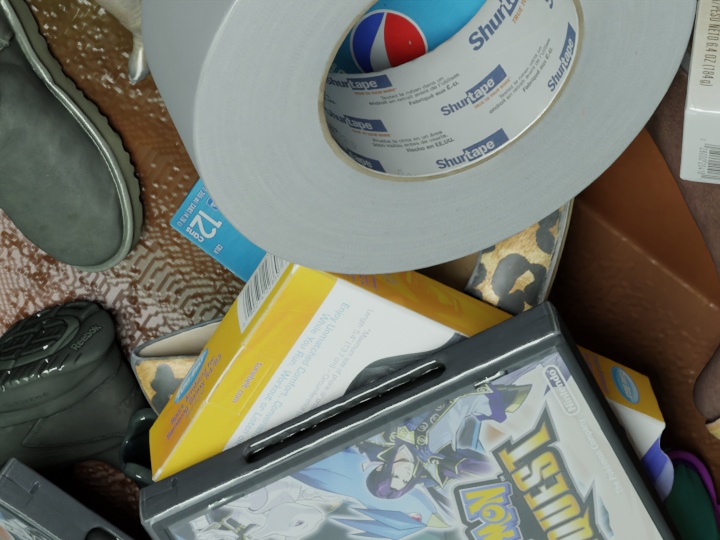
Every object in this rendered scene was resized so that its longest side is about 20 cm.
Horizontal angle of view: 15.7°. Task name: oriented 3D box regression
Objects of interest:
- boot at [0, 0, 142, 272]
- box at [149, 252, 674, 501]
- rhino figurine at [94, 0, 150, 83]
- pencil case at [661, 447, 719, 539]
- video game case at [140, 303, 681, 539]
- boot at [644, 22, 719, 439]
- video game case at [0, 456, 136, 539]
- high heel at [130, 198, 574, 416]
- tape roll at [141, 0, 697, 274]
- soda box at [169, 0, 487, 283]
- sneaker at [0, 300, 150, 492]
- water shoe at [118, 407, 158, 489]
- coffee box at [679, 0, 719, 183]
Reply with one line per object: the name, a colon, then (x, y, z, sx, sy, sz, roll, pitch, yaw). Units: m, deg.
boot: (-0.192, -0.039, 1.120, 0.072, 0.200, 0.182, -27, 104, 31)
box: (0.028, 0.069, 1.068, 0.200, 0.042, 0.119, 24, 116, -23)
rhino figurine: (-0.109, -0.154, 1.094, 0.060, 0.087, 0.200, -28, 103, 31)
pencil case: (0.070, 0.142, 1.181, 0.200, 0.092, 0.085, -19, 76, 31)
video game case: (0.037, 0.128, 1.060, 0.180, 0.026, 0.200, -25, 122, 10)
boot: (0.151, -0.044, 1.078, 0.166, 0.072, 0.200, 40, 125, 12)
video game case: (-0.115, 0.163, 1.225, 0.181, 0.026, 0.200, 36, 158, -8)
high heel: (0.000, 0.000, 1.089, 0.142, 0.071, 0.200, 23, 102, -16)
tape roll: (0.022, -0.094, 0.967, 0.200, 0.066, 0.201, -16, 137, -15)
soda box: (0.003, -0.079, 1.104, 0.068, 0.064, 0.200, 37, 123, -1)
sneaker: (-0.187, 0.083, 1.263, 0.200, 0.076, 0.091, -14, 120, 31)
water shoe: (-0.020, 0.080, 1.177, 0.200, 0.072, 0.079, -18, 143, 29)
coffee box: (0.223, -0.085, 0.957, 0.199, 0.115, 0.080, 7, 163, 7)
